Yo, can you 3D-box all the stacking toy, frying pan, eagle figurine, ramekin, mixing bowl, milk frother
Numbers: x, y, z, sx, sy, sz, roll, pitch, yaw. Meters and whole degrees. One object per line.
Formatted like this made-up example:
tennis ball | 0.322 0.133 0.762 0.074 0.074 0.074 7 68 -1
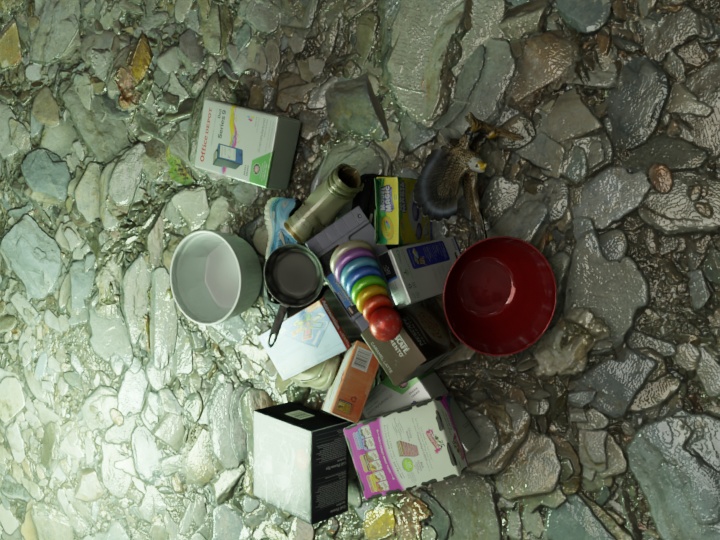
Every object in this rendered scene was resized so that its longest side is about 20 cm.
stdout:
stacking toy | 0.015 0.041 1.217 0.086 0.085 0.202 -48 42 22
frying pan | -0.118 0.046 1.321 0.112 0.031 0.194 0 102 11
eagle figurine | 0.183 -0.167 1.271 0.149 0.151 0.204 20 96 14
ramekin | -0.306 0.012 1.573 0.196 0.105 0.205 3 95 28
mixing bowl | 0.230 0.037 1.265 0.195 0.108 0.205 -1 98 -5
milk frother | -0.062 0.055 1.394 0.185 0.199 0.185 -8 86 27

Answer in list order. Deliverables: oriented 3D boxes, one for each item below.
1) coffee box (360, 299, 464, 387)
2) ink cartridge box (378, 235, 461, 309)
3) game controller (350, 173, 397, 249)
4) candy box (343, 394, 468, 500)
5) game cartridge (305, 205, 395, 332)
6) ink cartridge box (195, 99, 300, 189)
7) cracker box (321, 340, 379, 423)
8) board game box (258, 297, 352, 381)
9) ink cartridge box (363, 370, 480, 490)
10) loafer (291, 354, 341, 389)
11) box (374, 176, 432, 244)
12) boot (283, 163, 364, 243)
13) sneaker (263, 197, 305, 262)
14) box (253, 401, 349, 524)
coffee box | 0.099 0.123 1.309 0.080 0.199 0.115 -42 75 24
ink cartridge box | 0.119 0.000 1.299 0.039 0.198 0.101 -28 79 42
game controller | 0.027 -0.088 1.386 0.102 0.042 0.204 12 77 0
candy box | 0.081 0.321 1.314 0.197 0.061 0.139 -22 83 27
game cartridge | 0.000 0.000 1.329 0.129 0.038 0.202 -33 84 -9
ink cartridge box | -0.240 -0.265 1.520 0.197 0.087 0.148 20 103 27
cracker box | -0.018 0.209 1.361 0.057 0.200 0.136 21 78 -4
board game box | -0.108 0.133 1.367 0.199 0.019 0.104 -30 92 41
ink cartridge box | 0.110 0.287 1.380 0.145 0.087 0.202 -41 77 23
loafer | -0.103 0.194 1.446 0.199 0.067 0.077 -27 40 57
box | 0.076 -0.107 1.305 0.047 0.199 0.120 1 95 27
boot | -0.054 -0.133 1.381 0.072 0.200 0.155 46 109 2
sneaker | -0.145 -0.053 1.499 0.088 0.078 0.205 -6 91 25
box | -0.123 0.384 1.470 0.198 0.103 0.186 5 97 47
